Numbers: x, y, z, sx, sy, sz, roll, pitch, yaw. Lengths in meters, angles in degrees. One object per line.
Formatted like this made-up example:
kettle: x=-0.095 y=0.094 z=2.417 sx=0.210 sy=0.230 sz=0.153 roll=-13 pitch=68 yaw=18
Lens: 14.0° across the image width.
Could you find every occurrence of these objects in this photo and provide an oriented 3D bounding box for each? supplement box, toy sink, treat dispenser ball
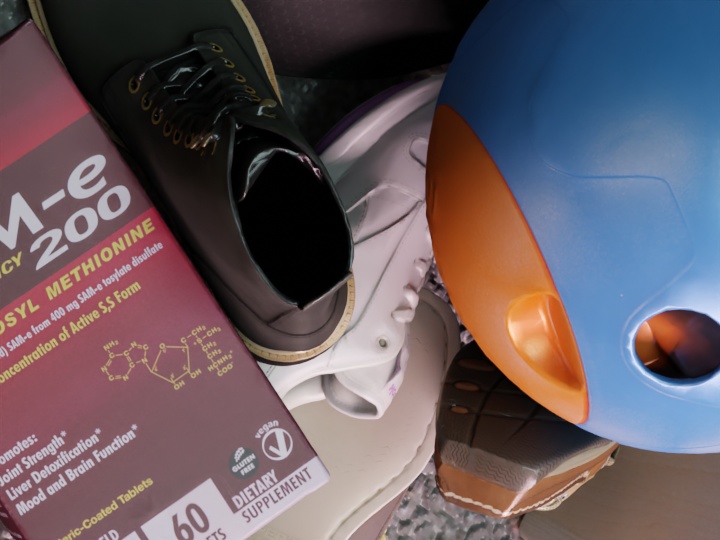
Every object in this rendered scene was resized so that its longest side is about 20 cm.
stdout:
supplement box: x=-0.111 y=0.022 z=1.070 sx=0.109 sy=0.061 sz=0.201 roll=-35 pitch=95 yaw=-11
toy sink: x=0.195 y=0.128 z=1.287 sx=0.200 sy=0.130 sz=0.112 roll=34 pitch=86 yaw=-31
treat dispenser ball: x=0.123 y=-0.034 z=1.084 sx=0.200 sy=0.200 sz=0.202 roll=-6 pitch=101 yaw=-32

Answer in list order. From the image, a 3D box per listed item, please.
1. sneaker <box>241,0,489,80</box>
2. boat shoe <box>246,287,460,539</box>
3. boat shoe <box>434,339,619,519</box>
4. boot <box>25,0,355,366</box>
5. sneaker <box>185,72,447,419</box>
sneaker: x=0.028 y=-0.142 z=1.183 sx=0.200 sy=0.108 sz=0.067 roll=-6 pitch=145 yaw=-3
boat shoe: x=-0.020 y=0.099 z=1.190 sx=0.071 sy=0.060 sz=0.201 roll=26 pitch=77 yaw=7
boat shoe: x=0.077 y=0.063 z=1.196 sx=0.200 sy=0.075 sz=0.074 roll=-40 pitch=147 yaw=-64
boot: x=-0.056 y=-0.066 z=1.055 sx=0.077 sy=0.138 sz=0.201 roll=-34 pitch=86 yaw=-8
sneaker: x=0.000 y=0.000 z=1.162 sx=0.200 sy=0.075 sz=0.100 roll=-41 pitch=81 yaw=-13
